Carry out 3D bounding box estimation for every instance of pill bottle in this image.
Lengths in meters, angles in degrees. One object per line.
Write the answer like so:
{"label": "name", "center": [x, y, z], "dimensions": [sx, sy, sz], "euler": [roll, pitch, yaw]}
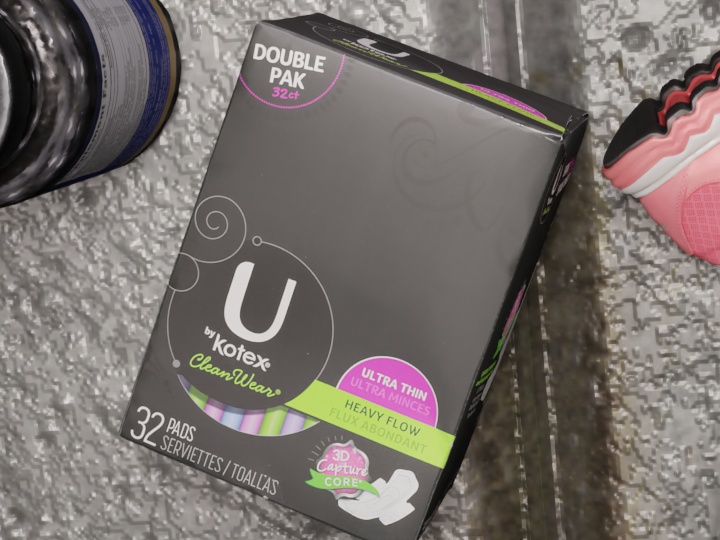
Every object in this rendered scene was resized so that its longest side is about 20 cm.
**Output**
{"label": "pill bottle", "center": [-0.160, -0.087, 0.931], "dimensions": [0.111, 0.200, 0.113], "euler": [2, 99, 12]}

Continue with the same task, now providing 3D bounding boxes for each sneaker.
{"label": "sneaker", "center": [0.209, -0.077, 0.927], "dimensions": [0.200, 0.074, 0.087], "euler": [-35, 104, 19]}

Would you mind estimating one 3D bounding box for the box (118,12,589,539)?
{"label": "box", "center": [0.000, 0.000, 0.948], "dimensions": [0.148, 0.124, 0.201], "euler": [22, 102, 7]}
